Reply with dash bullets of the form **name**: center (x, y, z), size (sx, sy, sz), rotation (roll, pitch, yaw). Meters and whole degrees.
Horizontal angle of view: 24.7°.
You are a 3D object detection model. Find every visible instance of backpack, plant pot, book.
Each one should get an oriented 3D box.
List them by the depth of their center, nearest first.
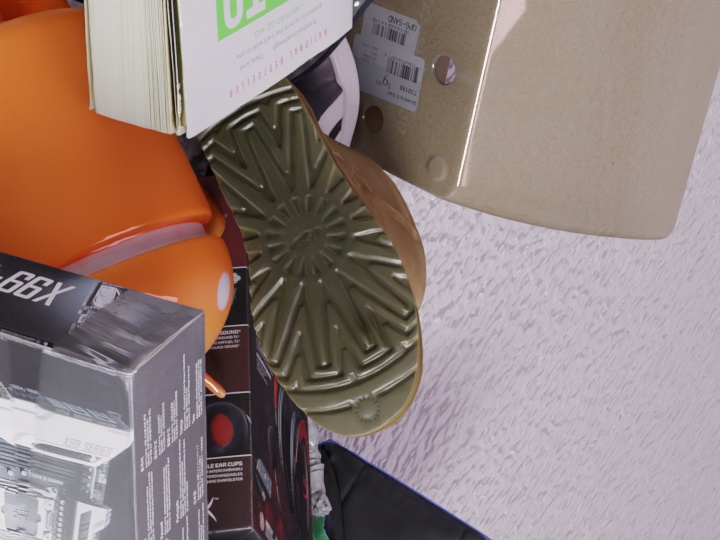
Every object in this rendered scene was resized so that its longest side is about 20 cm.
- **book**: center (-0.048, -0.168, 0.616), size (0.134, 0.048, 0.200), rotation (-38, 137, -47)
- **plant pot**: center (0.075, -0.134, 0.944), size (0.177, 0.200, 0.200), rotation (-10, 121, -45)
- **backpack**: center (-0.016, 0.245, 1.093), size (0.200, 0.162, 0.168), rotation (-58, 171, -19)

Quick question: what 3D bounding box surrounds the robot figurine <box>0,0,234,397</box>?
- **robot figurine**: center (-0.124, -0.027, 0.675), size (0.117, 0.200, 0.144), rotation (-26, 175, -2)

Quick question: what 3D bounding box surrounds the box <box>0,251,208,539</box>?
- **box**: center (-0.133, 0.089, 0.598), size (0.050, 0.158, 0.200), rotation (-44, 144, -52)

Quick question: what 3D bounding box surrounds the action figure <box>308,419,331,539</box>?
- **action figure**: center (-0.057, 0.141, 0.999), size (0.118, 0.055, 0.200), rotation (3, 80, -21)

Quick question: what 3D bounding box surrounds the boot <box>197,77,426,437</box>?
- **boot**: center (0.000, 0.000, 0.765), size (0.066, 0.175, 0.200), rotation (-21, 165, 9)

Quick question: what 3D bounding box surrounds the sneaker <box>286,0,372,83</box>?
- **sneaker**: center (-0.040, -0.179, 0.804), size (0.202, 0.146, 0.077), rotation (-37, 138, 19)

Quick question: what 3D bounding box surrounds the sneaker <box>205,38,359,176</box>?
- **sneaker**: center (-0.059, -0.057, 0.881), size (0.112, 0.073, 0.200), rotation (-45, 146, -33)

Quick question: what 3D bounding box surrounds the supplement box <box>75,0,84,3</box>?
- **supplement box**: center (-0.087, -0.205, 0.681), size (0.061, 0.109, 0.200), rotation (-35, 139, -44)

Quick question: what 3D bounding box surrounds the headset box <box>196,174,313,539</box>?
- **headset box**: center (-0.072, 0.060, 0.786), size (0.149, 0.075, 0.200), rotation (73, 12, -58)
